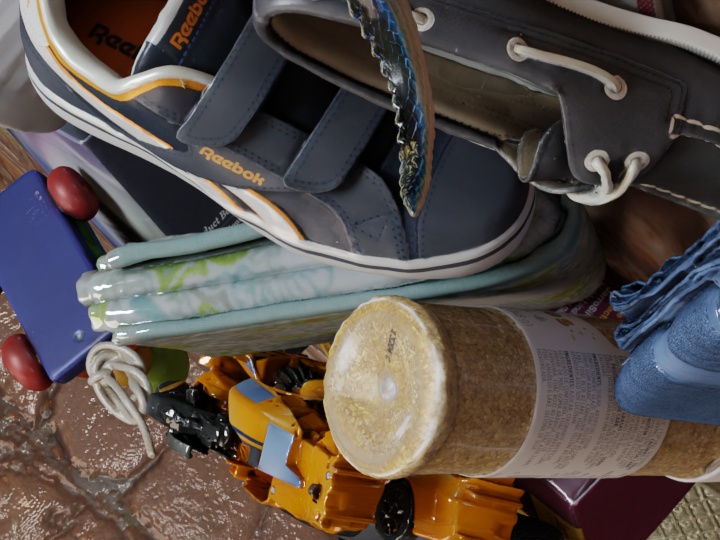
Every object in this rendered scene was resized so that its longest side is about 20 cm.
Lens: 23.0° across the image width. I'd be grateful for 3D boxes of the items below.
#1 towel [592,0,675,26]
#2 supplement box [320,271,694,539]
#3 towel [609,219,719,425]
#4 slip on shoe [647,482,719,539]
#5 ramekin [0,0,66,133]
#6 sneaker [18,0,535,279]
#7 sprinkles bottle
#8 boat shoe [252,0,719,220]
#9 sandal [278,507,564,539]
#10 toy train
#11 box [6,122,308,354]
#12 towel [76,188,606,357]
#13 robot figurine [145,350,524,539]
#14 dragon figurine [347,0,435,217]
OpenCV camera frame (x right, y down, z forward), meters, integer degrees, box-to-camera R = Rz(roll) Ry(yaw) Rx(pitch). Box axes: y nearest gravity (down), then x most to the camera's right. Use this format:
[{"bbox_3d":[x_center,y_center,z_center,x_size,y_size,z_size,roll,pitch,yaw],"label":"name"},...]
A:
[{"bbox_3d":[0.015,-0.101,0.608,0.200,0.023,0.144,16,157,25],"label":"towel"},{"bbox_3d":[0.071,0.044,0.886,0.200,0.103,0.131,37,166,28],"label":"supplement box"},{"bbox_3d":[0.148,0.017,0.572,0.111,0.049,0.200,8,168,-1],"label":"towel"},{"bbox_3d":[0.148,0.104,0.976,0.200,0.061,0.074,31,128,8],"label":"slip on shoe"},{"bbox_3d":[-0.199,-0.172,0.900,0.200,0.098,0.201,41,-164,-14],"label":"ramekin"},{"bbox_3d":[-0.032,-0.061,0.620,0.200,0.079,0.079,21,157,8],"label":"sneaker"},{"bbox_3d":[0.082,0.049,0.696,0.200,0.068,0.068,6,-162,-40],"label":"sprinkles bottle"},{"bbox_3d":[0.061,-0.054,0.549,0.200,0.060,0.074,30,155,-10],"label":"boat shoe"},{"bbox_3d":[0.020,0.132,0.881,0.200,0.076,0.043,18,114,56],"label":"sandal"},{"bbox_3d":[-0.131,0.044,0.963,0.200,0.085,0.116,55,-173,32],"label":"toy train"},{"bbox_3d":[-0.108,-0.069,1.067,0.198,0.123,0.200,52,166,-32],"label":"box"},{"bbox_3d":[0.000,0.000,0.745,0.171,0.200,0.048,21,-119,-79],"label":"towel"},{"bbox_3d":[-0.015,0.079,0.832,0.145,0.058,0.200,15,-175,-30],"label":"robot figurine"},{"bbox_3d":[-0.012,-0.119,0.468,0.099,0.200,0.059,7,-177,-18],"label":"dragon figurine"}]
